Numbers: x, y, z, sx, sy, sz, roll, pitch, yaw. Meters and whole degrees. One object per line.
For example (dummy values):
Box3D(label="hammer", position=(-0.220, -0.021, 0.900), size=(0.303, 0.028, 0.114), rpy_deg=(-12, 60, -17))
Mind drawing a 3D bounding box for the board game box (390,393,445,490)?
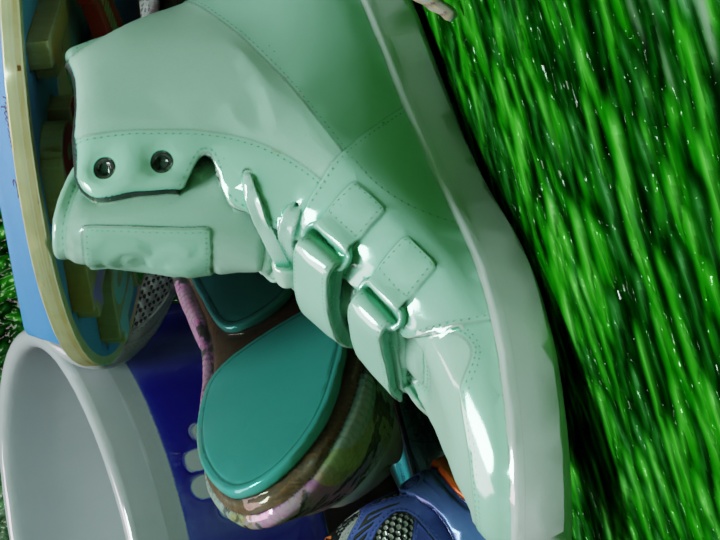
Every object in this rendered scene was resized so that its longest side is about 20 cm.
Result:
Box3D(label="board game box", position=(0.000, 0.000, 0.958), size=(0.200, 0.028, 0.136), rpy_deg=(-119, 12, -60))

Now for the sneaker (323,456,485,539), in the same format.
Box3D(label="sneaker", position=(0.036, 0.161, 0.858), size=(0.075, 0.078, 0.201), rpy_deg=(-155, 48, -83))

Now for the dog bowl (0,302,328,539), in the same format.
Box3D(label="dog bowl", position=(-0.081, 0.115, 1.046), size=(0.200, 0.078, 0.201), rpy_deg=(169, 90, -69))

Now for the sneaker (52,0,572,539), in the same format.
Box3D(label="sneaker", position=(-0.018, 0.006, 0.708), size=(0.074, 0.118, 0.201), rpy_deg=(84, 165, -58))

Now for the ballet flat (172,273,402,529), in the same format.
Box3D(label="ballet flat", position=(-0.022, 0.036, 0.875), size=(0.071, 0.069, 0.200), rpy_deg=(55, -173, -30))

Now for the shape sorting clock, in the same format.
Box3D(label="shape sorting clock", position=(-0.087, -0.070, 0.827), size=(0.200, 0.039, 0.201), rpy_deg=(-1, -90, -81))

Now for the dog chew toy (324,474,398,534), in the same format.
Box3D(label="dog chew toy", position=(-0.026, 0.122, 1.174), size=(0.200, 0.124, 0.125), rpy_deg=(100, 152, -60))

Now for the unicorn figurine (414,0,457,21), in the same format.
Box3D(label="unicorn figurine", position=(-0.050, -0.160, 0.698), size=(0.137, 0.074, 0.201), rpy_deg=(-162, 59, -70))

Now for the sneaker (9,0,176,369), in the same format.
Box3D(label="sneaker", position=(-0.078, -0.060, 0.955), size=(0.082, 0.074, 0.201), rpy_deg=(-158, 82, -70))

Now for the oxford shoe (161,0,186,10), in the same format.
Box3D(label="oxford shoe", position=(-0.036, -0.089, 0.840), size=(0.073, 0.071, 0.201), rpy_deg=(86, 166, -53))
